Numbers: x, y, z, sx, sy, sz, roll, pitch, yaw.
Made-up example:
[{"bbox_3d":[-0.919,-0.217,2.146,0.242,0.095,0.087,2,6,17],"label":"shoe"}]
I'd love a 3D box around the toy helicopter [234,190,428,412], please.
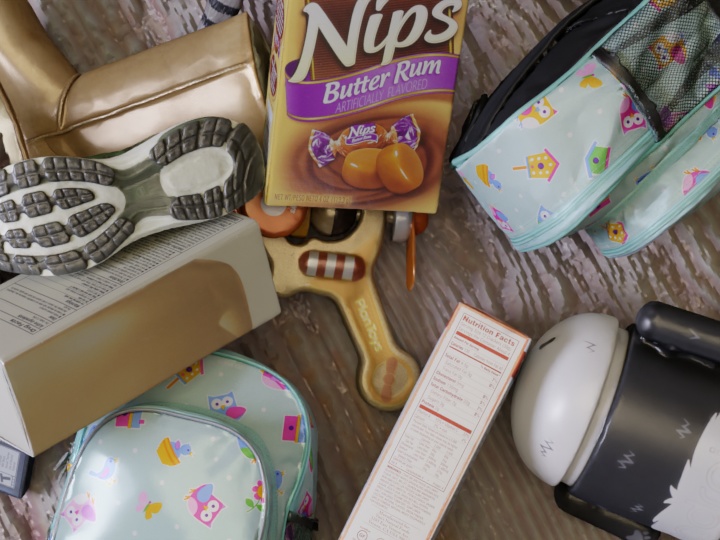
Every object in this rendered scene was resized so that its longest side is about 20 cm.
[{"bbox_3d":[0.000,0.000,1.244,0.131,0.079,0.201,-23,94,-9],"label":"toy helicopter"}]

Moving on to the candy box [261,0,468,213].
[{"bbox_3d":[0.002,-0.139,1.135,0.116,0.057,0.202,2,116,-11],"label":"candy box"}]

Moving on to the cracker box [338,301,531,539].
[{"bbox_3d":[0.045,0.126,1.185,0.057,0.134,0.201,27,85,6],"label":"cracker box"}]

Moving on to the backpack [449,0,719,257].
[{"bbox_3d":[0.162,-0.093,1.173,0.199,0.176,0.154,-34,93,-7],"label":"backpack"}]

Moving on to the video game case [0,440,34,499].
[{"bbox_3d":[-0.312,0.066,1.227,0.199,0.019,0.144,20,123,6],"label":"video game case"}]

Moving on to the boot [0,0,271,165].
[{"bbox_3d":[-0.160,-0.142,1.229,0.198,0.066,0.177,-14,102,20],"label":"boot"}]

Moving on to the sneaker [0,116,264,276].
[{"bbox_3d":[-0.163,-0.046,1.150,0.198,0.089,0.078,-14,96,-14],"label":"sneaker"}]

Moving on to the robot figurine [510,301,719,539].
[{"bbox_3d":[0.198,0.106,1.184,0.199,0.125,0.151,21,84,1],"label":"robot figurine"}]

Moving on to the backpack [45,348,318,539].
[{"bbox_3d":[-0.115,0.147,1.186,0.174,0.153,0.202,10,77,9],"label":"backpack"}]

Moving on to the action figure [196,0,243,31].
[{"bbox_3d":[-0.043,-0.205,1.195,0.104,0.194,0.200,-30,75,-30],"label":"action figure"}]

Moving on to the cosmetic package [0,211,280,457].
[{"bbox_3d":[-0.161,0.031,1.140,0.199,0.105,0.072,-30,120,-30],"label":"cosmetic package"}]
